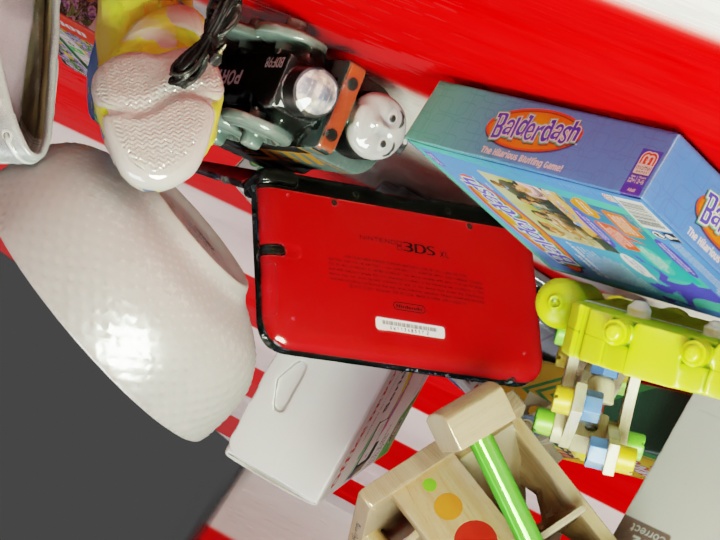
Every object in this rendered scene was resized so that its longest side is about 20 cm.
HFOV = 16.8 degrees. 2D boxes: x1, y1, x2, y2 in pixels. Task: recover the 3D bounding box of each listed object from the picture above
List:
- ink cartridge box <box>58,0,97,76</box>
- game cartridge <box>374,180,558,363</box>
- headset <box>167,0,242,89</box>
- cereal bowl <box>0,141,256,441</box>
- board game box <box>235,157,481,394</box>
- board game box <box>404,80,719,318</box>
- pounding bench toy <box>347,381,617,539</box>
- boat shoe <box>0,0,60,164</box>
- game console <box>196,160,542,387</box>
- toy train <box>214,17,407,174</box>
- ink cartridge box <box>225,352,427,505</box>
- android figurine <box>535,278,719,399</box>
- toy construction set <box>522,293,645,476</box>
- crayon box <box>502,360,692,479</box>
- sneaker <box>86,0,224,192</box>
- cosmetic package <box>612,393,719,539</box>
[{"bbox_3d":[-0.165,-0.167,1.621,0.109,0.050,0.200,29,170,14],"label":"ink cartridge box"},{"bbox_3d":[0.085,0.008,1.755,0.200,0.042,0.133,32,165,-2],"label":"game cartridge"},{"bbox_3d":[-0.143,-0.190,1.341,0.200,0.094,0.123,38,168,-29],"label":"headset"},{"bbox_3d":[-0.128,-0.001,1.441,0.200,0.083,0.200,49,-174,-7],"label":"cereal bowl"},{"bbox_3d":[0.003,0.001,1.706,0.200,0.035,0.126,39,175,31],"label":"board game box"},{"bbox_3d":[0.140,-0.036,1.371,0.200,0.045,0.152,18,163,50],"label":"board game box"},{"bbox_3d":[0.091,0.174,1.529,0.156,0.124,0.200,52,161,18],"label":"pounding bench toy"},{"bbox_3d":[-0.199,-0.160,1.409,0.065,0.202,0.074,3,175,39],"label":"boat shoe"},{"bbox_3d":[0.000,0.000,1.569,0.200,0.172,0.119,9,154,-27],"label":"game console"},{"bbox_3d":[-0.050,-0.104,1.526,0.114,0.085,0.200,24,172,-28],"label":"toy train"},{"bbox_3d":[-0.008,0.081,1.855,0.084,0.145,0.200,30,-165,10],"label":"ink cartridge box"},{"bbox_3d":[0.190,0.043,1.424,0.182,0.041,0.200,16,-176,20],"label":"android figurine"},{"bbox_3d":[0.148,0.084,1.622,0.092,0.131,0.200,16,166,-12],"label":"toy construction set"},{"bbox_3d":[0.172,0.110,1.792,0.200,0.051,0.127,12,168,31],"label":"crayon box"},{"bbox_3d":[-0.125,-0.102,1.447,0.076,0.200,0.105,4,139,-9],"label":"sneaker"},{"bbox_3d":[0.297,0.190,1.623,0.165,0.165,0.200,23,166,38],"label":"cosmetic package"}]
